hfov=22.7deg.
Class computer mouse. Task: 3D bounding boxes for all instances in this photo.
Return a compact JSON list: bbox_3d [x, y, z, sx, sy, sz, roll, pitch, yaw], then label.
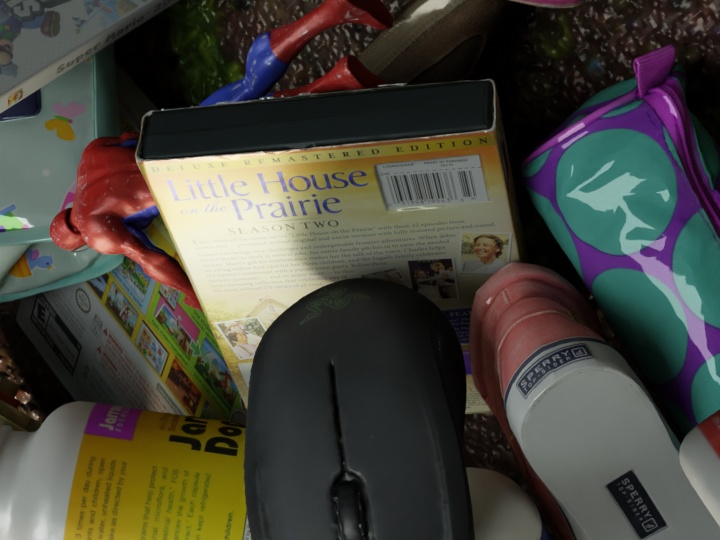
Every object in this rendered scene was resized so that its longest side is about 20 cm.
[{"bbox_3d":[0.004,0.071,0.676,0.137,0.201,0.053,-18,137,7],"label":"computer mouse"}]

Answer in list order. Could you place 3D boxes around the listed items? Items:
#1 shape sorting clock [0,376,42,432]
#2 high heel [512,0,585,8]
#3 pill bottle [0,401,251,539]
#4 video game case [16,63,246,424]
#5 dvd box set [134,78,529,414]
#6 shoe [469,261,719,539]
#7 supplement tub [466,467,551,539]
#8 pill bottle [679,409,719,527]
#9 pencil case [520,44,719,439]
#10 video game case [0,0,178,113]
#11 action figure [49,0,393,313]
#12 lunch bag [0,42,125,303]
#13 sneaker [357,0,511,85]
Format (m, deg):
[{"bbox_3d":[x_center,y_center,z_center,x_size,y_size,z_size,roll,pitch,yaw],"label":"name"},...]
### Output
[{"bbox_3d":[-0.202,0.079,0.990,0.199,0.200,0.039,27,84,28],"label":"shape sorting clock"},{"bbox_3d":[0.038,-0.193,0.737,0.200,0.067,0.096,55,145,37],"label":"high heel"},{"bbox_3d":[-0.098,0.120,0.859,0.198,0.104,0.105,8,117,-1],"label":"pill bottle"},{"bbox_3d":[-0.109,0.020,0.952,0.200,0.023,0.183,47,131,32],"label":"video game case"},{"bbox_3d":[0.000,0.000,0.772,0.145,0.030,0.201,-5,143,11],"label":"dvd box set"},{"bbox_3d":[0.108,0.088,0.753,0.071,0.091,0.201,-29,122,4],"label":"shoe"},{"bbox_3d":[0.043,0.200,0.749,0.144,0.144,0.201,-15,107,41],"label":"supplement tub"},{"bbox_3d":[0.220,0.052,0.615,0.199,0.116,0.116,-35,83,6],"label":"pill bottle"},{"bbox_3d":[0.148,0.014,0.729,0.201,0.085,0.092,57,151,5],"label":"pencil case"},{"bbox_3d":[-0.169,-0.155,0.849,0.143,0.200,0.018,46,154,15],"label":"video game case"},{"bbox_3d":[-0.052,-0.043,0.797,0.199,0.099,0.066,-25,51,32],"label":"action figure"},{"bbox_3d":[-0.196,-0.073,0.923,0.199,0.121,0.172,-16,73,41],"label":"lunch bag"},{"bbox_3d":[0.024,-0.065,0.820,0.076,0.070,0.200,45,137,0],"label":"sneaker"}]
